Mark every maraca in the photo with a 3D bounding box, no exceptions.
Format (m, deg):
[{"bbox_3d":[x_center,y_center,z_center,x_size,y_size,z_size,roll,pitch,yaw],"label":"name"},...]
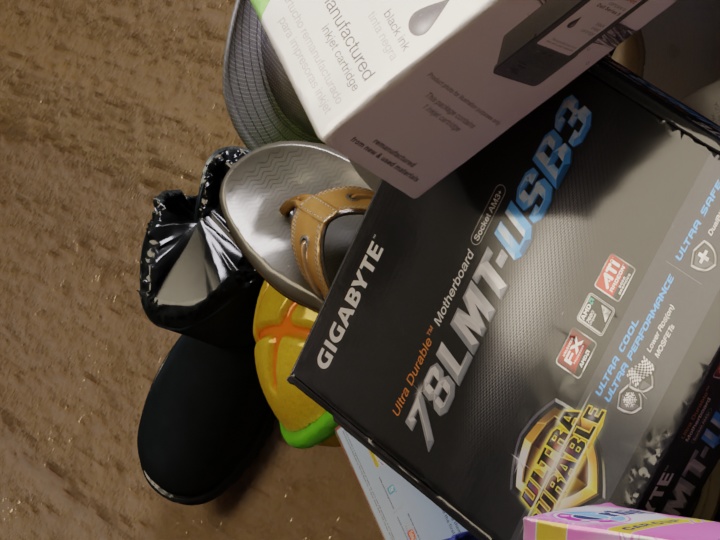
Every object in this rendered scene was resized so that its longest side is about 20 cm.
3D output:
[{"bbox_3d":[0.004,0.011,1.458,0.137,0.107,0.200,-41,23,37],"label":"maraca"}]

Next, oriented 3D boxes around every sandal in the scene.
[{"bbox_3d":[0.000,0.000,1.352,0.082,0.055,0.200,-34,57,-5],"label":"sandal"}]

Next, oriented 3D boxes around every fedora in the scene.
[{"bbox_3d":[0.015,-0.143,1.529,0.090,0.177,0.201,10,63,33],"label":"fedora"}]

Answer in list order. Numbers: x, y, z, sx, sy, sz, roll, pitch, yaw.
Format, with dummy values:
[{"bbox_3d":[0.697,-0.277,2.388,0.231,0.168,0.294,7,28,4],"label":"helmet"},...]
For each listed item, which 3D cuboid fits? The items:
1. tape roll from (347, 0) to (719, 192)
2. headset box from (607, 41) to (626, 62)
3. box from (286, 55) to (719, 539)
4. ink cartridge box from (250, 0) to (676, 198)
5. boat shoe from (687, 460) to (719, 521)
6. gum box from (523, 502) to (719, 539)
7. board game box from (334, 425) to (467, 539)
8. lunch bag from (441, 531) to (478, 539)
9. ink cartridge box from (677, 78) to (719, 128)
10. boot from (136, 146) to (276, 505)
[{"bbox_3d":[0.081,-0.103,1.315,0.203,0.202,0.037,-49,32,26],"label":"tape roll"},{"bbox_3d":[0.123,-0.148,1.409,0.200,0.075,0.149,-49,32,27],"label":"headset box"},{"bbox_3d":[0.081,0.012,1.174,0.198,0.050,0.201,37,107,37],"label":"box"},{"bbox_3d":[0.053,-0.151,1.146,0.200,0.084,0.146,-37,57,17],"label":"ink cartridge box"},{"bbox_3d":[0.086,0.105,1.281,0.200,0.065,0.073,-16,54,54],"label":"boat shoe"},{"bbox_3d":[0.120,0.197,1.054,0.113,0.066,0.201,5,93,37],"label":"gum box"},{"bbox_3d":[0.063,0.134,1.248,0.103,0.019,0.201,-41,65,38],"label":"board game box"},{"bbox_3d":[0.019,0.222,1.233,0.150,0.094,0.201,-37,50,36],"label":"lunch bag"},{"bbox_3d":[0.148,-0.006,1.194,0.200,0.067,0.117,-27,67,34],"label":"ink cartridge box"},{"bbox_3d":[-0.087,0.032,1.525,0.076,0.168,0.201,31,92,20],"label":"boot"}]
